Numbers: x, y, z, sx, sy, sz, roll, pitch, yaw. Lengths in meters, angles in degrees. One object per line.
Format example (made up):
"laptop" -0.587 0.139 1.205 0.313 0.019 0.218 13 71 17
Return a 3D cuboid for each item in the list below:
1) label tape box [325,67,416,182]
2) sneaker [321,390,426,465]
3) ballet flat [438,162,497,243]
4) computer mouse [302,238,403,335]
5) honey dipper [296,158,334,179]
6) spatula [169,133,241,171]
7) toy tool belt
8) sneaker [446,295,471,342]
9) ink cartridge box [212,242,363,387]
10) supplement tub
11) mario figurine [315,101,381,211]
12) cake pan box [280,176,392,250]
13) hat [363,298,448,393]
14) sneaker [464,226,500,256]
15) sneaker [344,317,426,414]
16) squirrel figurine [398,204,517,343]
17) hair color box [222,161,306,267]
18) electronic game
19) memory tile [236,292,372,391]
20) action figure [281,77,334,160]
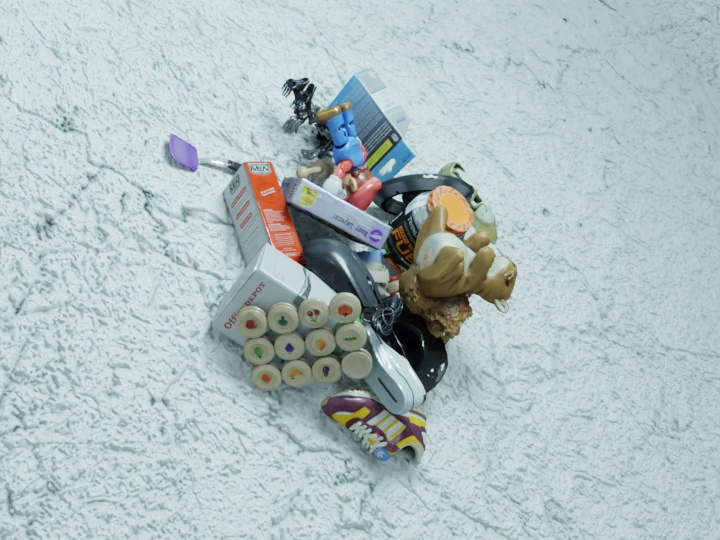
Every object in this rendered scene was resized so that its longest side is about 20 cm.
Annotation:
"label tape box" 0.026 -0.278 1.795 0.201 0.143 0.066 53 44 3
"sneaker" 0.025 0.261 1.473 0.197 0.075 0.092 18 58 -23
"ballet flat" 0.244 -0.150 1.943 0.201 0.071 0.070 54 44 3
"computer mouse" -0.007 0.010 1.461 0.199 0.053 0.139 41 22 1
"honey dipper" -0.087 -0.186 1.651 0.038 0.038 0.200 51 14 1
"spatula" -0.253 -0.191 1.599 0.197 0.021 0.057 15 52 -32
"toy tool belt" 0.000 0.000 1.605 0.198 0.124 0.125 -8 75 -42
"sneaker" 0.168 0.059 1.722 0.074 0.090 0.202 33 46 -17
"ink cartridge box" -0.116 0.073 1.435 0.199 0.146 0.085 34 30 -16
"supplement tub" 0.114 -0.065 1.683 0.121 0.200 0.124 20 50 -26
"mario figurine" -0.036 -0.202 1.673 0.122 0.106 0.203 -21 100 -20
"cake pan box" -0.053 -0.104 1.589 0.182 0.200 0.053 30 89 -16
"hat" 0.053 0.152 1.577 0.197 0.081 0.203 14 54 -20
"sneaker" 0.217 -0.042 1.844 0.198 0.074 0.081 32 48 -18
"sneaker" 0.035 0.152 1.474 0.070 0.073 0.201 0 48 -48
"squirrel figurine" 0.175 0.021 1.576 0.185 0.201 0.142 23 24 -30
"hair color box" -0.166 -0.075 1.533 0.060 0.101 0.203 -7 67 -36
"electronic game" 0.119 -0.147 1.746 0.197 0.199 0.042 10 71 -34
"memory tile" -0.086 0.114 1.393 0.017 0.196 0.156 -91 171 -63
"action figure" -0.094 -0.277 1.730 0.119 0.102 0.201 48 -6 38
